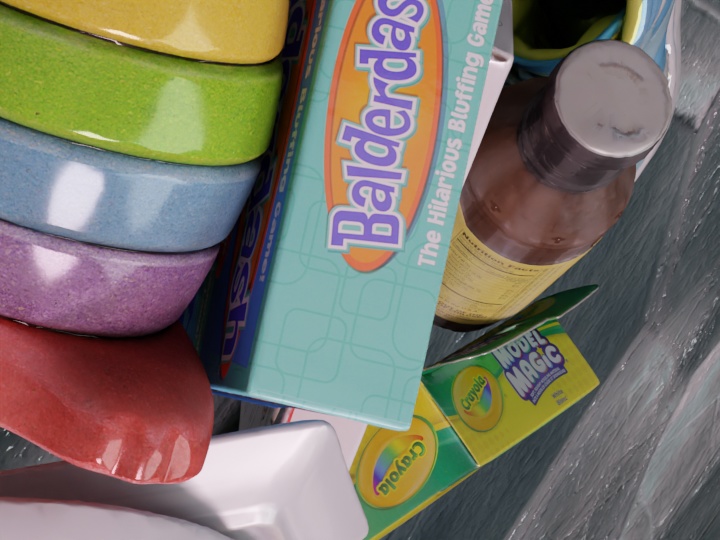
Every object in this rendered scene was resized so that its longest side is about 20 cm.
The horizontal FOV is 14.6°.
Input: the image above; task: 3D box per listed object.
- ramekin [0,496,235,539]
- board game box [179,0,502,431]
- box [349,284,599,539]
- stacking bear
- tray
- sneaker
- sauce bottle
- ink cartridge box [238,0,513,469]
[{"bbox_3d":[-0.114,0.141,0.746,0.200,0.098,0.201,-7,155,-3],"label":"ramekin"},{"bbox_3d":[-0.010,-0.037,0.766,0.200,0.045,0.153,172,-69,-79],"label":"board game box"},{"bbox_3d":[0.010,0.078,1.113,0.200,0.048,0.117,-40,173,32],"label":"box"},{"bbox_3d":[-0.064,-0.070,0.680,0.114,0.121,0.201,-94,-157,-75],"label":"stacking bear"},{"bbox_3d":[-0.099,0.082,0.772,0.199,0.022,0.107,-10,159,3],"label":"tray"},{"bbox_3d":[0.074,-0.079,1.047,0.131,0.079,0.201,-57,159,-47],"label":"sneaker"},{"bbox_3d":[0.059,-0.030,0.981,0.065,0.065,0.200,-49,180,-21],"label":"sauce bottle"},{"bbox_3d":[0.000,0.000,0.944,0.177,0.045,0.200,-86,-167,-52],"label":"ink cartridge box"}]
